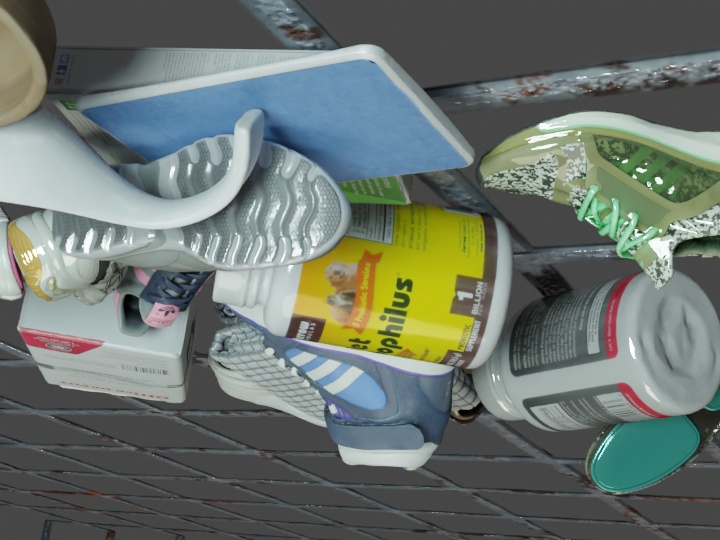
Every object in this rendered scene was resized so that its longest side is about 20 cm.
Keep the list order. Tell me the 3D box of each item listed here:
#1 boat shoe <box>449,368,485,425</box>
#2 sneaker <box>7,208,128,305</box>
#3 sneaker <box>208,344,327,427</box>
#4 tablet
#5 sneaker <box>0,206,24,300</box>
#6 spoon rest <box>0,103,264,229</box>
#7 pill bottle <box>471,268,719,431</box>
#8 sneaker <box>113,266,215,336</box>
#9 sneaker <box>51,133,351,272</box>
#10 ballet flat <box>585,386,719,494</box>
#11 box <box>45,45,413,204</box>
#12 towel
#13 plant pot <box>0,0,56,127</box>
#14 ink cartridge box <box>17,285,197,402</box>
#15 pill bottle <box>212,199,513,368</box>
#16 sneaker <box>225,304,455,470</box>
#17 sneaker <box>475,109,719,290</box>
[{"bbox_3d":[0.090,0.108,1.171,0.074,0.074,0.199,19,158,-30],"label":"boat shoe"},{"bbox_3d":[-0.181,-0.022,0.873,0.087,0.076,0.200,-25,-175,3],"label":"sneaker"},{"bbox_3d":[-0.062,0.114,1.250,0.197,0.075,0.116,7,164,5],"label":"sneaker"},{"bbox_3d":[-0.048,-0.079,0.678,0.198,0.014,0.130,-5,156,29],"label":"tablet"},{"bbox_3d":[-0.303,-0.019,0.870,0.086,0.075,0.200,-10,-162,-23],"label":"sneaker"},{"bbox_3d":[-0.150,-0.056,0.647,0.197,0.061,0.100,2,-158,8],"label":"spoon rest"},{"bbox_3d":[0.182,0.070,0.970,0.110,0.112,0.199,19,158,-31],"label":"pill bottle"},{"bbox_3d":[-0.139,0.002,0.945,0.069,0.083,0.199,17,159,-24],"label":"sneaker"},{"bbox_3d":[-0.086,-0.036,0.715,0.198,0.076,0.082,3,175,31],"label":"sneaker"},{"bbox_3d":[0.269,0.111,0.998,0.200,0.072,0.072,-41,146,8],"label":"ballet flat"},{"bbox_3d":[-0.073,-0.087,0.742,0.197,0.037,0.145,5,161,13],"label":"box"},{"bbox_3d":[-0.009,0.061,1.063,0.198,0.087,0.165,-12,146,33],"label":"towel"},{"bbox_3d":[-0.230,-0.147,0.541,0.198,0.094,0.201,8,162,3],"label":"plant pot"},{"bbox_3d":[-0.230,0.057,1.137,0.143,0.085,0.200,9,161,-4],"label":"ink cartridge box"},{"bbox_3d":[0.000,0.000,0.842,0.197,0.111,0.109,10,161,-7],"label":"pill bottle"},{"bbox_3d":[-0.025,0.088,0.943,0.197,0.081,0.148,18,121,10],"label":"sneaker"},{"bbox_3d":[0.164,-0.036,0.704,0.197,0.090,0.077,6,161,7],"label":"sneaker"}]
